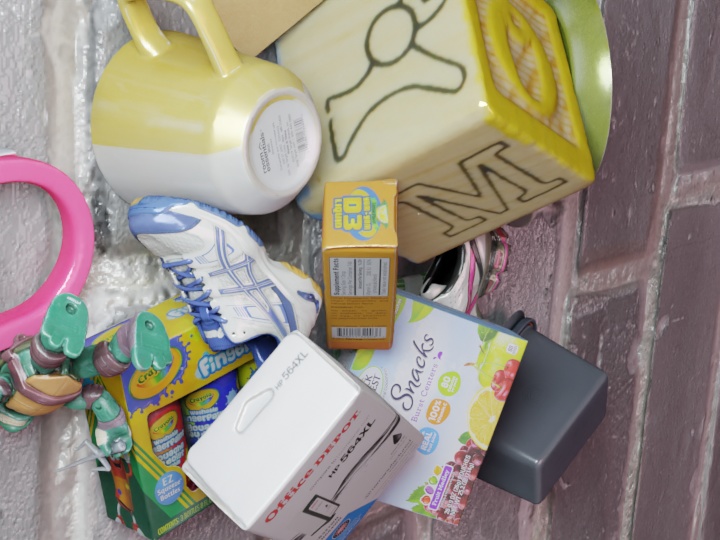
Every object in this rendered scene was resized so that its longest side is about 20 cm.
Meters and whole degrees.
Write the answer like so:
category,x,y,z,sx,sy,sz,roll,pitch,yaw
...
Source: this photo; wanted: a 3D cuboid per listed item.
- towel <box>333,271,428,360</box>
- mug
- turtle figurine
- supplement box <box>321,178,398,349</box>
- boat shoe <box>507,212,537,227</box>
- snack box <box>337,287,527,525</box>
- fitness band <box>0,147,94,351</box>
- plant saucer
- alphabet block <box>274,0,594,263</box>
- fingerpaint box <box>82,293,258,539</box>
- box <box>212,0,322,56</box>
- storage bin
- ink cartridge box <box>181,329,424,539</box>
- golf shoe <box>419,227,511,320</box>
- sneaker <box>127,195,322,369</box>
category,x,y,z,sx,sy,sz,roll,pitch,yaw
towel,0.042,0.081,1.253,0.198,0.023,0.155,-12,109,-45
mug,-0.122,-0.117,0.911,0.186,0.152,0.151,33,77,-47
turtle figurine,-0.230,0.091,0.855,0.148,0.200,0.102,-5,62,-46
supplement box,0.000,0.000,1.004,0.201,0.068,0.067,95,-4,-62
boat shoe,0.168,-0.152,1.258,0.093,0.074,0.202,-48,134,-37
snack box,0.052,0.132,1.164,0.167,0.068,0.203,20,94,-14
fitness band,-0.284,-0.007,0.847,0.199,0.037,0.146,-24,118,-41
plant saucer,0.194,-0.181,1.132,0.031,0.200,0.203,-4,108,-9
alphabet block,0.064,-0.147,1.028,0.195,0.198,0.198,20,54,-50
fingerpaint box,-0.138,0.108,1.015,0.199,0.073,0.169,-27,119,-42
box,-0.064,-0.285,0.946,0.199,0.021,0.163,-37,136,9
storage bin,0.191,0.173,1.345,0.200,0.133,0.147,-44,144,-31
ink cartridge box,-0.042,0.154,0.989,0.146,0.084,0.200,-50,155,-2
golf shoe,0.090,0.043,1.228,0.091,0.072,0.203,8,98,-35
sneaker,-0.109,0.016,0.927,0.199,0.075,0.089,35,64,-35
